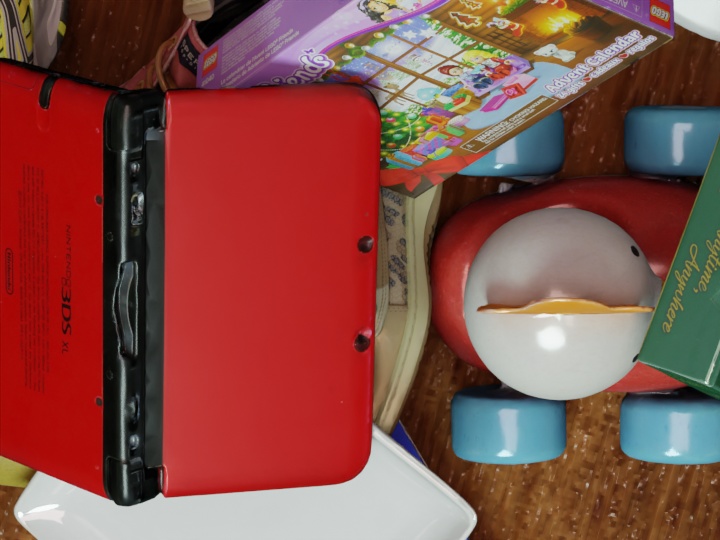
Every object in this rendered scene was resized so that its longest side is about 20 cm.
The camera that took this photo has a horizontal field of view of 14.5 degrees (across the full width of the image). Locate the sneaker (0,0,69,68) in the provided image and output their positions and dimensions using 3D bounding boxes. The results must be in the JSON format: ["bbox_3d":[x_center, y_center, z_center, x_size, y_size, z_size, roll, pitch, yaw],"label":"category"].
[{"bbox_3d":[-0.199,-0.090,1.434,0.075,0.076,0.201,-16,60,25],"label":"sneaker"}]

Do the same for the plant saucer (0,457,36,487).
[{"bbox_3d":[-0.183,0.020,1.500,0.199,0.048,0.201,7,95,2],"label":"plant saucer"}]

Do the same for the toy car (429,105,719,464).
[{"bbox_3d":[0.118,0.014,1.409,0.176,0.200,0.185,0,96,2],"label":"toy car"}]

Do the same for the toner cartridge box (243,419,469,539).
[{"bbox_3d":[-0.019,0.109,1.486,0.095,0.043,0.200,-31,94,-23],"label":"toner cartridge box"}]

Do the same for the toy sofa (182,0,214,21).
[{"bbox_3d":[0.013,-0.167,1.348,0.199,0.098,0.083,-4,57,10],"label":"toy sofa"}]

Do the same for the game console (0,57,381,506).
[{"bbox_3d":[-0.093,0.000,1.359,0.172,0.119,0.201,17,112,41],"label":"game console"}]

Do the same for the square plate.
[{"bbox_3d":[-0.059,0.120,1.435,0.198,0.028,0.200,41,122,8],"label":"square plate"}]

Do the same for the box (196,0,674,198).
[{"bbox_3d":[0.032,-0.105,1.334,0.137,0.200,0.039,19,58,-31],"label":"box"}]

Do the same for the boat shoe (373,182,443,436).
[{"bbox_3d":[0.000,0.000,1.453,0.063,0.073,0.201,13,68,-16],"label":"boat shoe"}]

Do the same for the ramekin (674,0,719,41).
[{"bbox_3d":[0.205,-0.208,1.396,0.200,0.098,0.201,2,123,3],"label":"ramekin"}]

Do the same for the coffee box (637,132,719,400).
[{"bbox_3d":[0.208,0.011,1.403,0.044,0.200,0.123,20,90,28],"label":"coffee box"}]

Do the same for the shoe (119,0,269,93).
[{"bbox_3d":[-0.092,-0.091,1.436,0.200,0.091,0.072,-38,74,-11],"label":"shoe"}]
